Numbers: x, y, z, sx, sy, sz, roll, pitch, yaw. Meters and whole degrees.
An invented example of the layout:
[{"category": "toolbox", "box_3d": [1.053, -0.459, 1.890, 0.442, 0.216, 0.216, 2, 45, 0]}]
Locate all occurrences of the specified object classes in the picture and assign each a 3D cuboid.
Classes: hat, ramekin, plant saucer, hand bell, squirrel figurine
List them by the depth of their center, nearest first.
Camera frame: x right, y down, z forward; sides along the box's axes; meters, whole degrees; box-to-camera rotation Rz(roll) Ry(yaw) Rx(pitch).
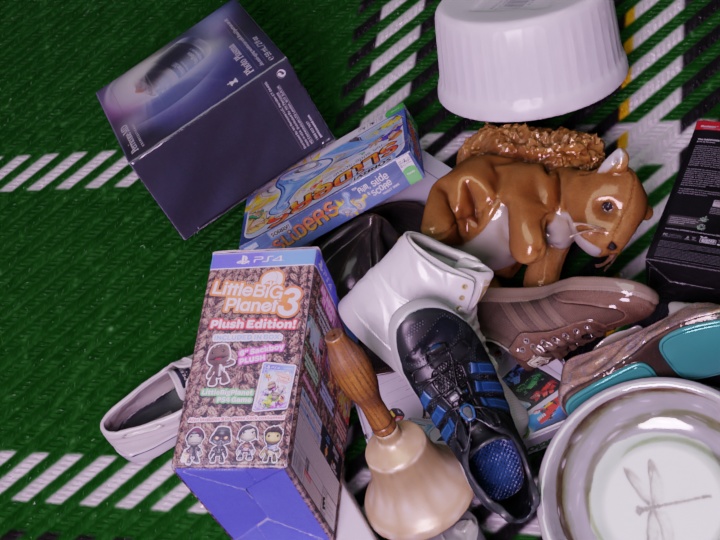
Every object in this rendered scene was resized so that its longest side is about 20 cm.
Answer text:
[{"category": "plant saucer", "box_3d": [0.245, 0.189, 0.948, 0.198, 0.050, 0.202, -8, 65, 17]}, {"category": "hand bell", "box_3d": [0.017, 0.122, 0.967, 0.103, 0.201, 0.105, -16, 36, 13]}, {"category": "squirrel figurine", "box_3d": [0.179, -0.076, 1.108, 0.185, 0.142, 0.201, -13, 43, 29]}, {"category": "hat", "box_3d": [0.000, 0.000, 1.141, 0.199, 0.081, 0.202, -12, 56, 17]}, {"category": "ramekin", "box_3d": [0.170, -0.239, 1.196, 0.199, 0.098, 0.201, -10, 30, 6]}]

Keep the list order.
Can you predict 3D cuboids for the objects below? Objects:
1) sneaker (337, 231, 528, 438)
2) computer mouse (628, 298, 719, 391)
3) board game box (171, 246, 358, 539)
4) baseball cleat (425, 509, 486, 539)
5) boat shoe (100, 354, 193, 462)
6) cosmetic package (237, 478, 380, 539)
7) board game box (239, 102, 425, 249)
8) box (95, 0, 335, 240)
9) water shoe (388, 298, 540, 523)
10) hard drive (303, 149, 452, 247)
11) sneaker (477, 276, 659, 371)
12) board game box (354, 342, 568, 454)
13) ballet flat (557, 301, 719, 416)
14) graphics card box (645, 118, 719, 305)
[{"category": "sneaker", "box_3d": [0.089, 0.055, 1.002, 0.200, 0.074, 0.116, 39, 115, -3]}, {"category": "computer mouse", "box_3d": [0.325, 0.099, 1.011, 0.198, 0.046, 0.141, 6, 59, 28]}, {"category": "board game box", "box_3d": [-0.073, 0.108, 0.996, 0.096, 0.160, 0.201, -2, 56, 14]}, {"category": "baseball cleat", "box_3d": [0.093, 0.276, 0.985, 0.069, 0.107, 0.200, -21, 25, -5]}, {"category": "boat shoe", "box_3d": [-0.171, 0.117, 1.177, 0.199, 0.066, 0.072, -29, 55, 2]}, {"category": "cosmetic package", "box_3d": [-0.052, 0.233, 1.055, 0.112, 0.081, 0.200, -33, 54, -5]}, {"category": "board game box", "box_3d": [-0.030, -0.088, 1.203, 0.199, 0.035, 0.136, -29, 25, 13]}, {"category": "box", "box_3d": [-0.165, -0.171, 1.284, 0.198, 0.124, 0.200, -35, 37, -2]}, {"category": "water shoe", "box_3d": [0.092, 0.111, 0.945, 0.071, 0.201, 0.079, -32, 15, -4]}, {"category": "hard drive", "box_3d": [0.004, -0.051, 1.237, 0.200, 0.027, 0.132, -47, 56, -10]}, {"category": "sneaker", "box_3d": [0.172, 0.053, 1.036, 0.199, 0.070, 0.076, -7, 71, 42]}, {"category": "board game box", "box_3d": [0.099, 0.126, 1.091, 0.199, 0.035, 0.127, -23, 55, 6]}, {"category": "ballet flat", "box_3d": [0.255, 0.064, 0.996, 0.199, 0.068, 0.067, -24, 31, 22]}, {"category": "graphics card box", "box_3d": [0.347, -0.053, 1.071, 0.124, 0.051, 0.201, 10, 49, 24]}]
